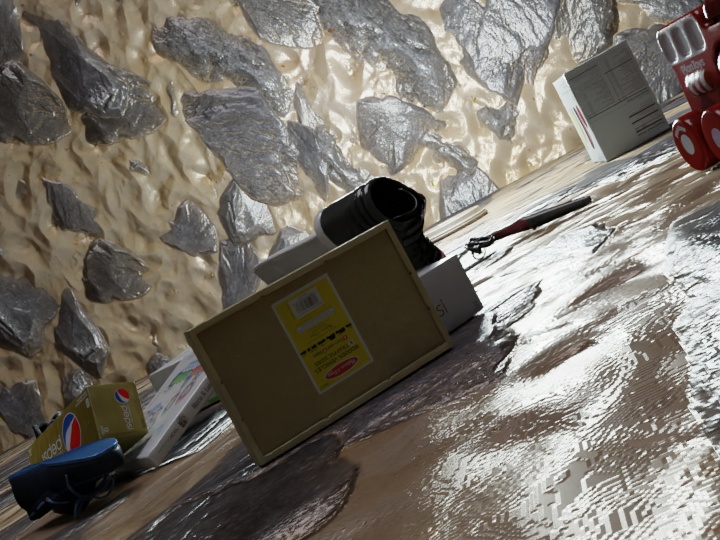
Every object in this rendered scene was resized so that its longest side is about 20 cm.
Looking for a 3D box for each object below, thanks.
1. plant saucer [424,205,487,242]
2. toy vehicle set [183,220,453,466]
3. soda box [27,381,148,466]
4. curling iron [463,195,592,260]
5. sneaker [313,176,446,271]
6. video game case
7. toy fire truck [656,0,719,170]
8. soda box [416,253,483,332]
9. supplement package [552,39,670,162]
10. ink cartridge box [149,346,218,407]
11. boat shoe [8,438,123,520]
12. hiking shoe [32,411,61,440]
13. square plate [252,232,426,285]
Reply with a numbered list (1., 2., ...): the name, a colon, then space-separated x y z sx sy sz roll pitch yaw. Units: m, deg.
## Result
1. plant saucer: 0.226 -0.112 2.260 0.199 0.030 0.200 -29 2 1
2. toy vehicle set: -0.032 0.058 0.759 0.199 0.125 0.026 -29 3 -19
3. soda box: -0.336 0.209 1.096 0.064 0.068 0.200 -2 -28 -43
4. curling iron: 0.243 -0.063 1.306 0.199 0.026 0.050 -22 26 21
5. sneaker: 0.057 -0.027 0.951 0.099 0.199 0.071 -37 32 48
6. video game case: -0.233 0.168 1.120 0.183 0.024 0.200 -56 16 -28
7. toy fire truck: 0.393 -0.209 0.965 0.111 0.169 0.200 -28 3 0
8. soda box: 0.023 0.058 0.856 0.199 0.064 0.068 -31 4 -35
9. supplement package: 0.524 -0.351 1.898 0.146 0.201 0.191 -28 2 8
10. ink cartridge box: -0.228 0.150 1.419 0.145 0.085 0.200 -27 3 7
11. boat shoe: -0.315 0.234 0.995 0.084 0.069 0.199 -19 -4 -44
12. hiking shoe: -0.566 0.313 1.746 0.199 0.087 0.074 -27 3 27
13. square plate: 0.000 0.000 1.115 0.199 0.198 0.029 -27 46 18
